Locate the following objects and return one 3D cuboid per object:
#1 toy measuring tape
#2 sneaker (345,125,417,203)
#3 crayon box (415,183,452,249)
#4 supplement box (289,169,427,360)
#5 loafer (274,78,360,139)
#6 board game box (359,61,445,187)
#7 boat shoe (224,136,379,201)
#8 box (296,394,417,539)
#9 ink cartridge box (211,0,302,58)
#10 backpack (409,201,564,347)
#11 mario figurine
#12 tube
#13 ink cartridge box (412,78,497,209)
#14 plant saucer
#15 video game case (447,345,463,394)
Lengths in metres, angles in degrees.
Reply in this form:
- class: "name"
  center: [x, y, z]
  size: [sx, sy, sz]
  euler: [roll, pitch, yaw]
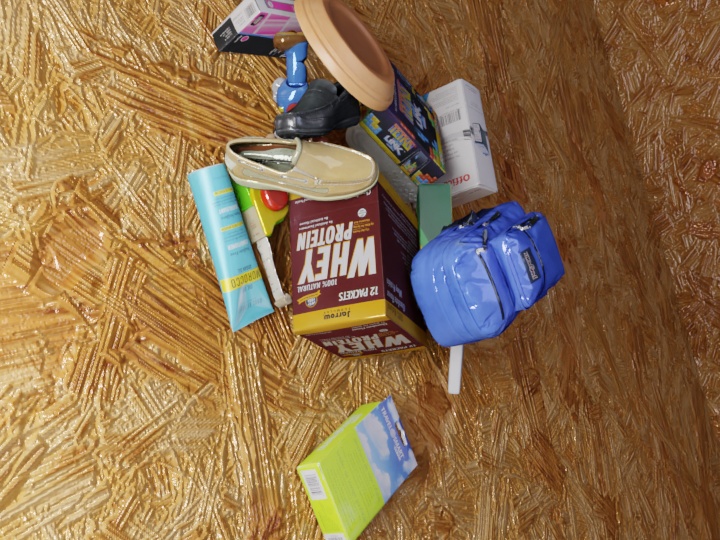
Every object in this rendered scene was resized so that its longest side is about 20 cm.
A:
- class: "toy measuring tape"
  center: [-0.117, -0.055, 1.010]
  size: [0.073, 0.073, 0.205]
  euler: [-18, 88, -54]
- class: "sneaker"
  center: [0.052, -0.203, 1.310]
  size: [0.201, 0.075, 0.082]
  euler: [50, 31, -31]
- class: "crayon box"
  center: [0.118, -0.028, 1.233]
  size: [0.200, 0.057, 0.178]
  euler: [74, 16, -79]
- class: "supplement box"
  center: [0.000, 0.000, 1.052]
  size: [0.197, 0.130, 0.205]
  euler: [39, 44, -63]
- class: "loafer"
  center: [-0.058, -0.217, 1.001]
  size: [0.200, 0.066, 0.072]
  euler: [-37, 124, -60]
- class: "board game box"
  center: [0.067, -0.256, 1.264]
  size: [0.165, 0.056, 0.202]
  euler: [43, 28, -30]
- class: "boat shoe"
  center: [-0.073, -0.133, 0.942]
  size: [0.076, 0.194, 0.074]
  euler: [95, -5, -70]
- class: "box"
  center: [0.001, 0.275, 1.056]
  size: [0.199, 0.047, 0.125]
  euler: [-32, 103, -54]
- class: "ink cartridge box"
  center: [-0.119, -0.356, 1.110]
  size: [0.199, 0.094, 0.038]
  euler: [-21, 82, -55]
- class: "backpack"
  center: [0.172, 0.001, 1.046]
  size: [0.198, 0.166, 0.166]
  euler: [-28, 94, -40]
- class: "mario figurine"
  center: [-0.109, -0.231, 1.077]
  size: [0.123, 0.104, 0.206]
  euler: [-18, 107, -58]
- class: "tube"
  center: [-0.167, -0.031, 0.961]
  size: [0.077, 0.050, 0.205]
  euler: [-23, 100, -44]
- class: "ink cartridge box"
  center: [0.159, -0.225, 1.396]
  size: [0.085, 0.144, 0.205]
  euler: [6, 72, -54]
- class: "plant saucer"
  center: [-0.014, -0.321, 1.077]
  size: [0.199, 0.037, 0.202]
  euler: [41, 29, -27]
- class: "video game case"
  center: [0.168, 0.073, 1.278]
  size: [0.183, 0.023, 0.205]
  euler: [-68, 159, -62]
